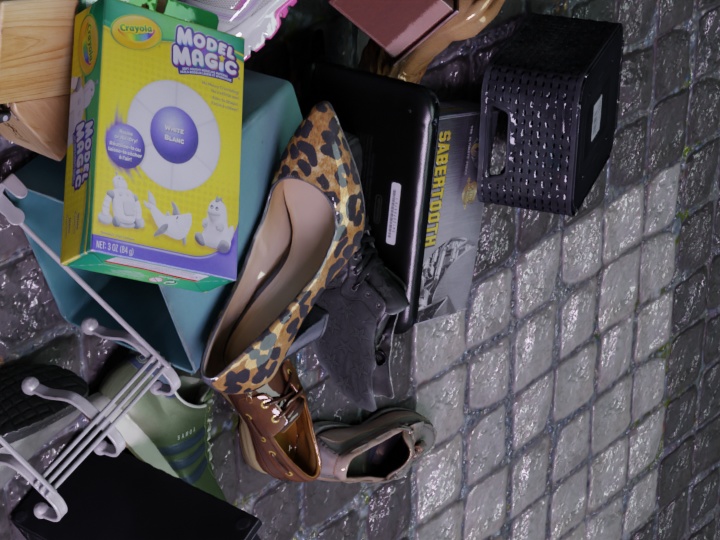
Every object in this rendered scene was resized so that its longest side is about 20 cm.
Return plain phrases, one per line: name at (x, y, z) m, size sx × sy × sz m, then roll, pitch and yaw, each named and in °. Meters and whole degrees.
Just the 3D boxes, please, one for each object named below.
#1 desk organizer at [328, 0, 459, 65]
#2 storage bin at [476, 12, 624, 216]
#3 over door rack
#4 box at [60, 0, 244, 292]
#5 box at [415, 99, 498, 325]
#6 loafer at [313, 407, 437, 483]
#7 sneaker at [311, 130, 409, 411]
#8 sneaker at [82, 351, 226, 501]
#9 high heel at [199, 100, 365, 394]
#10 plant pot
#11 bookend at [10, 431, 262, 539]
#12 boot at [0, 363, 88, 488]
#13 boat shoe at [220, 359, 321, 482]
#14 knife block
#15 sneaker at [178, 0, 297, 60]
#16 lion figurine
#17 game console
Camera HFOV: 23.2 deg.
desk organizer at (0.030, -0.265, 1.397) m, size 0.077 × 0.072 × 0.201 m, roll 36°, pitch 35°, yaw -26°
storage bin at (0.181, -0.150, 1.644) m, size 0.200 × 0.093 × 0.137 m, roll -52°, pitch 147°, yaw -59°
over door rack at (-0.238, 0.056, 1.234) m, size 0.201 × 0.066 × 0.148 m, roll 51°, pitch 53°, yaw -13°
box at (-0.136, -0.095, 1.173) m, size 0.116 × 0.048 × 0.203 m, roll 12°, pitch 70°, yaw -36°
box at (0.051, -0.050, 1.618) m, size 0.158 × 0.048 × 0.202 m, roll -12°, pitch 116°, yaw -49°
loafer at (0.018, 0.176, 1.674) m, size 0.199 × 0.062 × 0.073 m, roll -1°, pitch 107°, yaw -52°
sneaker at (-0.001, 0.001, 1.340) m, size 0.060 × 0.103 × 0.202 m, roll -34°, pitch 145°, yaw -58°
sneaker at (-0.145, 0.133, 1.437) m, size 0.090 × 0.067 × 0.201 m, roll -51°, pitch 138°, yaw -14°
high heel at (-0.060, -0.012, 1.246) m, size 0.142 × 0.071 × 0.202 m, roll -32°, pitch 135°, yaw -54°
plant pot at (-0.130, -0.058, 1.308) m, size 0.200 × 0.140 × 0.142 m, roll -47°, pitch 139°, yaw -31°
bookend at (-0.143, 0.248, 1.387) m, size 0.092 × 0.197 × 0.201 m, roll -53°, pitch 142°, yaw -24°
boot at (-0.284, 0.162, 1.292) m, size 0.199 × 0.067 × 0.132 m, roll -33°, pitch 140°, yaw -34°
boat shoe at (-0.076, 0.106, 1.514) m, size 0.072 × 0.067 × 0.201 m, roll -44°, pitch 137°, yaw -30°
knife block at (-0.237, -0.167, 1.175) m, size 0.201 × 0.064 × 0.176 m, roll -56°, pitch 143°, yaw -17°
sneaker at (-0.064, -0.245, 1.318) m, size 0.200 × 0.081 × 0.088 m, roll -43°, pitch 120°, yaw -6°
lion figurine at (0.062, -0.197, 1.410) m, size 0.200 × 0.072 × 0.123 m, roll -44°, pitch -164°, yaw 53°
game console at (0.000, -0.075, 1.419) m, size 0.116 × 0.174 × 0.202 m, roll -27°, pitch 128°, yaw -55°
